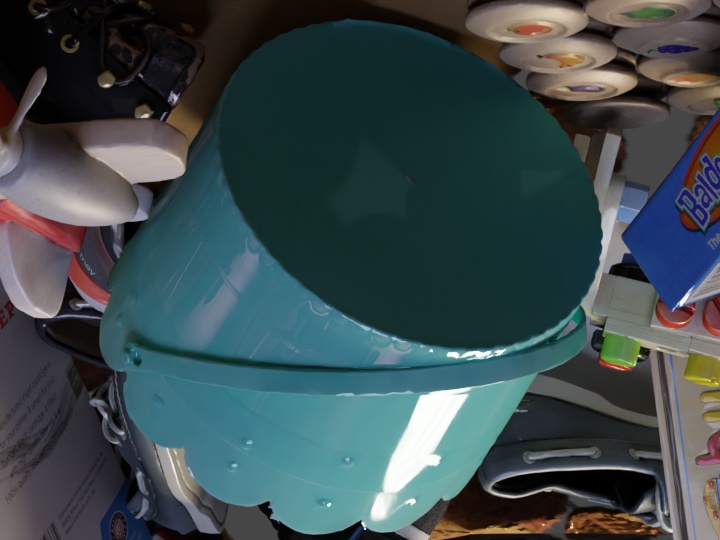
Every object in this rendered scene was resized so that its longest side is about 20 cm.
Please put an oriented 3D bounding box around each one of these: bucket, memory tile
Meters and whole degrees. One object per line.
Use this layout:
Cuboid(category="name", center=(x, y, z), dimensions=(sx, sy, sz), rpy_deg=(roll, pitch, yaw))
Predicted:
Cuboid(category="bucket", center=(0.000, 0.000, 0.925), dimensions=(0.207, 0.207, 0.135), rpy_deg=(17, 140, -13))
Cuboid(category="memory tile", center=(0.137, -0.093, 0.889), dimensions=(0.153, 0.017, 0.200), rpy_deg=(-4, 170, 20))

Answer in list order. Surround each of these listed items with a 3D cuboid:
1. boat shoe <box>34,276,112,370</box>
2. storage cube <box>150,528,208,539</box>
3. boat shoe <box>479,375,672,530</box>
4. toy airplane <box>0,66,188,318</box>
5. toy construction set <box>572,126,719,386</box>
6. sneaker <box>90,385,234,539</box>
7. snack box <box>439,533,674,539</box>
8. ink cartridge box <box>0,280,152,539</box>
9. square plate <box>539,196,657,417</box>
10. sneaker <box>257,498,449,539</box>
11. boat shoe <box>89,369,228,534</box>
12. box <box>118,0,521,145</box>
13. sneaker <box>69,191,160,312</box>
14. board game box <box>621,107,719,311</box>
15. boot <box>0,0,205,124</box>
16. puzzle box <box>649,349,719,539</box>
Cuboid(category="boat shoe", center=(-0.083, 0.042, 1.136), dimensions=(0.200, 0.060, 0.074), rpy_deg=(26, 137, -24))
Cuboid(category="storage cube", center=(-0.052, 0.275, 1.209), dimensions=(0.180, 0.171, 0.200), rpy_deg=(23, 98, -41))
Cuboid(category="boat shoe", center=(0.151, 0.115, 1.137), dimensions=(0.200, 0.062, 0.073), rpy_deg=(19, 141, -15))
Cuboid(category="toy airplane", center=(-0.179, -0.042, 0.854), dimensions=(0.199, 0.141, 0.200), rpy_deg=(26, 146, -4))
Cuboid(category="toy construction set", center=(0.165, 0.014, 0.981), dimensions=(0.200, 0.092, 0.131), rpy_deg=(29, 173, 8))
Cuboid(category="sneaker", center=(-0.124, 0.146, 1.263), dimensions=(0.081, 0.074, 0.200), rpy_deg=(24, 142, 47))
Cuboid(category="snack box", center=(0.137, 0.180, 1.222), dimensions=(0.200, 0.053, 0.142), rpy_deg=(-2, 176, 20))
Cuboid(category="ink cartridge box", center=(-0.203, 0.105, 1.113), dimensions=(0.084, 0.145, 0.200), rpy_deg=(-11, 113, 22))
Cuboid(category="square plate", center=(0.161, 0.036, 1.120), dimensions=(0.200, 0.028, 0.198), rpy_deg=(21, 139, -18))
Cuboid(category="sneaker", center=(-0.036, 0.141, 1.166), dimensions=(0.073, 0.112, 0.200), rpy_deg=(36, 158, -28))
Cuboid(category="boat shoe", center=(-0.110, 0.086, 1.088), dimensions=(0.062, 0.073, 0.200), rpy_deg=(5, 155, 9))
Cuboid(category="box", center=(-0.027, -0.102, 0.975), dimensions=(0.163, 0.021, 0.200), rpy_deg=(28, 137, -25))
Cuboid(category="sneaker", center=(-0.050, 0.009, 1.066), dimensions=(0.200, 0.077, 0.082), rpy_deg=(15, 152, -11))
Cuboid(category="board game box", center=(0.224, -0.064, 0.885), dimensions=(0.200, 0.045, 0.152), rpy_deg=(-16, 154, -34))
Cuboid(category="boot", center=(-0.135, -0.124, 0.901), dimensions=(0.151, 0.073, 0.200), rpy_deg=(31, 141, -11))
Cuboid(category="puzzle box", center=(0.222, 0.115, 1.073), dimensions=(0.133, 0.025, 0.200), rpy_deg=(-8, 101, 10))
